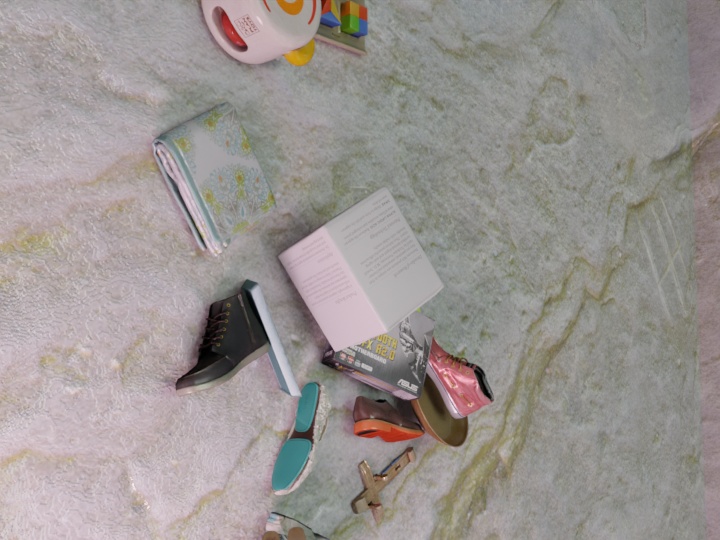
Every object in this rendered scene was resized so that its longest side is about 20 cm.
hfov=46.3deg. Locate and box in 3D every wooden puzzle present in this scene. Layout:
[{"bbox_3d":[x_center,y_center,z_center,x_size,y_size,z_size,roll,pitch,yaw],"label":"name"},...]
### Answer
[{"bbox_3d":[-0.044,-0.531,1.614,0.184,0.046,0.204,3,81,-49],"label":"wooden puzzle"}]

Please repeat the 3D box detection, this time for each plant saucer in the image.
[{"bbox_3d":[-0.147,0.112,1.367,0.019,0.070,0.203,-23,103,-20],"label":"plant saucer"},{"bbox_3d":[0.147,0.259,1.674,0.200,0.035,0.202,41,34,-36],"label":"plant saucer"}]

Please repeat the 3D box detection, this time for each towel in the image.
[{"bbox_3d":[-0.225,-0.145,1.331,0.171,0.048,0.203,-42,115,-48],"label":"towel"}]

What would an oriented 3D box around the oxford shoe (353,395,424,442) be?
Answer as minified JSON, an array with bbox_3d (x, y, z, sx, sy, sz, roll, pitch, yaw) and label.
[{"bbox_3d":[0.057,0.277,1.576,0.199,0.070,0.074,26,50,-52],"label":"oxford shoe"}]

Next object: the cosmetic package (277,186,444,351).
[{"bbox_3d":[0.000,0.000,1.432,0.164,0.164,0.202,-35,96,-37],"label":"cosmetic package"}]

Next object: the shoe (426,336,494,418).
[{"bbox_3d":[0.184,0.190,1.661,0.202,0.090,0.071,61,27,-3],"label":"shoe"}]

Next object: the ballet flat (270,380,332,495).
[{"bbox_3d":[-0.087,0.284,1.400,0.072,0.071,0.202,42,55,-37],"label":"ballet flat"}]

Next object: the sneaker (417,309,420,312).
[{"bbox_3d":[0.068,0.038,1.612,0.200,0.089,0.079,46,50,-36],"label":"sneaker"}]

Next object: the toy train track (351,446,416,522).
[{"bbox_3d":[0.054,0.391,1.577,0.199,0.032,0.116,-31,107,-49],"label":"toy train track"}]

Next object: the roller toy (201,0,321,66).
[{"bbox_3d":[-0.158,-0.445,1.390,0.181,0.138,0.204,0,84,-49],"label":"roller toy"}]

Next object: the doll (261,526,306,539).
[{"bbox_3d":[-0.120,0.485,1.297,0.049,0.134,0.203,-111,-163,-57],"label":"doll"}]

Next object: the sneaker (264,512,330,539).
[{"bbox_3d":[-0.091,0.469,1.374,0.199,0.077,0.087,39,67,-31],"label":"sneaker"}]

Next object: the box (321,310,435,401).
[{"bbox_3d":[0.037,0.130,1.548,0.198,0.048,0.161,28,62,-25],"label":"box"}]

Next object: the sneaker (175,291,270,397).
[{"bbox_3d":[-0.224,0.110,1.274,0.200,0.074,0.108,-34,105,-57],"label":"sneaker"}]
